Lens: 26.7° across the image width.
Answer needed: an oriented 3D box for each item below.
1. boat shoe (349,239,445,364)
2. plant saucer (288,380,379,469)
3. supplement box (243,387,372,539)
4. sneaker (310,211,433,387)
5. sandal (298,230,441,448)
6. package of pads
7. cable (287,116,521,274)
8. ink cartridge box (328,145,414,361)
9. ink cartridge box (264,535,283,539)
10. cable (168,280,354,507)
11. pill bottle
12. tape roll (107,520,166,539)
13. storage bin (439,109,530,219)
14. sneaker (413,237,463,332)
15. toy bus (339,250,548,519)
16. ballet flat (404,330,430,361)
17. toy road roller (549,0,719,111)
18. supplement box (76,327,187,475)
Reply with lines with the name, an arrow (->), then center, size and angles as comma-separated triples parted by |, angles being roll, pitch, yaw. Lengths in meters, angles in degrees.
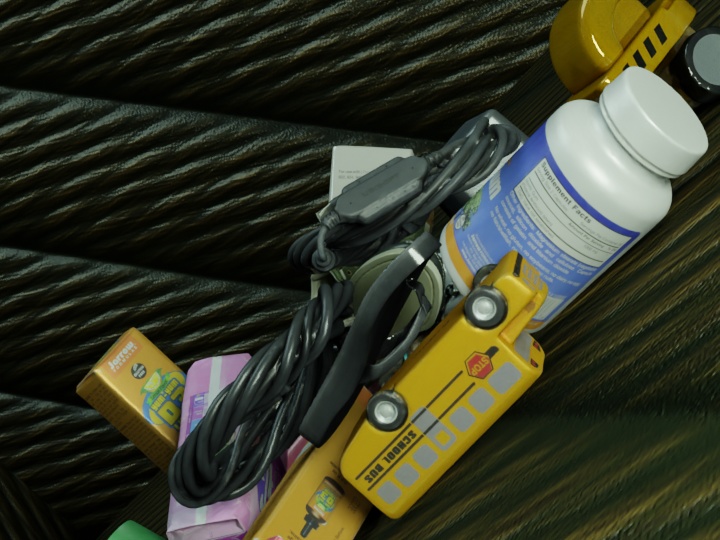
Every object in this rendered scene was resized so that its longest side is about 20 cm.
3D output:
boat shoe -> 0.034, 0.018, 1.197 | 0.066, 0.074, 0.200 | -58, -10, -28
plant saucer -> -0.029, 0.176, 1.440 | 0.201, 0.051, 0.201 | -49, 3, 4
supplement box -> -0.032, 0.182, 1.196 | 0.069, 0.066, 0.200 | -45, 5, 39
sneaker -> 0.000, 0.000, 1.375 | 0.067, 0.089, 0.202 | 3, 71, 50
sandal -> 0.017, 0.052, 1.087 | 0.076, 0.043, 0.201 | -43, -17, -52
package of pads -> -0.110, 0.182, 1.294 | 0.075, 0.121, 0.201 | -13, 39, 10
cable -> 0.039, -0.050, 1.154 | 0.199, 0.051, 0.163 | -32, -9, -13
ink cartridge box -> 0.014, -0.008, 1.508 | 0.146, 0.083, 0.203 | 61, -148, -76
ink cartridge box -> -0.102, 0.282, 0.995 | 0.200, 0.084, 0.145 | -50, 4, -21
cable -> -0.065, 0.096, 1.124 | 0.200, 0.051, 0.164 | -46, -10, -23
pill bottle -> 0.159, -0.054, 1.123 | 0.200, 0.112, 0.112 | -47, 4, 31
tape roll -> -0.216, 0.303, 1.225 | 0.202, 0.048, 0.201 | -62, -5, -9
storage bin -> 0.127, -0.066, 1.423 | 0.146, 0.134, 0.200 | -48, 3, -2
sneaker -> 0.073, 0.017, 1.283 | 0.198, 0.075, 0.089 | -18, 26, 17
toy bus -> 0.066, 0.082, 1.098 | 0.200, 0.078, 0.065 | -48, 3, 18
ballet flat -> 0.082, 0.051, 1.388 | 0.072, 0.068, 0.200 | -27, 9, 11
toy road roller -> 0.205, -0.148, 1.252 | 0.200, 0.146, 0.123 | -50, 4, -15
supplement box -> -0.170, 0.149, 1.428 | 0.067, 0.200, 0.069 | -51, 4, -31
